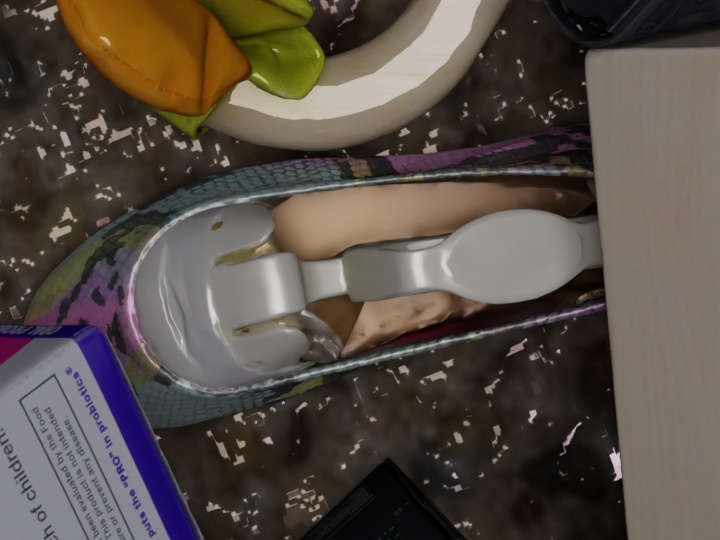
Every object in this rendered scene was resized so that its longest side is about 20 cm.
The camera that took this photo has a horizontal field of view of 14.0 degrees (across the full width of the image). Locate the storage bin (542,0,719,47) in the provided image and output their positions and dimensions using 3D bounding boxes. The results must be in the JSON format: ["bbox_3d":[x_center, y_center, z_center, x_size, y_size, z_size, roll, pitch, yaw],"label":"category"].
[{"bbox_3d":[0.083,-0.175,0.766,0.093,0.135,0.201,-11,70,-30],"label":"storage bin"}]

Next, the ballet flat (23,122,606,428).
[{"bbox_3d":[0.000,0.000,0.832,0.199,0.071,0.069,-12,95,-4],"label":"ballet flat"}]

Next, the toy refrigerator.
[{"bbox_3d":[0.118,0.034,0.794,0.076,0.070,0.201,2,104,39],"label":"toy refrigerator"}]

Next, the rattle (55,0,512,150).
[{"bbox_3d":[0.016,-0.113,0.801,0.199,0.143,0.131,-16,74,2],"label":"rattle"}]

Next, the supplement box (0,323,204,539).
[{"bbox_3d":[-0.145,0.104,0.754,0.200,0.101,0.104,-40,116,-34],"label":"supplement box"}]

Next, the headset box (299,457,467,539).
[{"bbox_3d":[-0.016,0.149,0.771,0.174,0.200,0.093,-43,95,-3],"label":"headset box"}]
